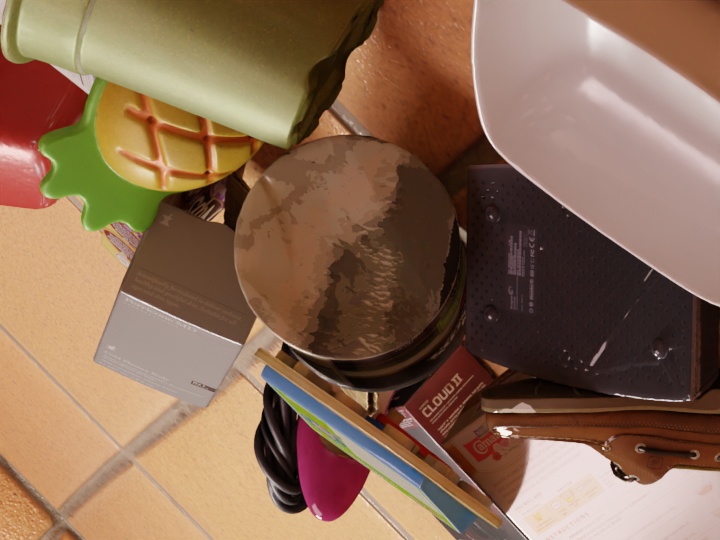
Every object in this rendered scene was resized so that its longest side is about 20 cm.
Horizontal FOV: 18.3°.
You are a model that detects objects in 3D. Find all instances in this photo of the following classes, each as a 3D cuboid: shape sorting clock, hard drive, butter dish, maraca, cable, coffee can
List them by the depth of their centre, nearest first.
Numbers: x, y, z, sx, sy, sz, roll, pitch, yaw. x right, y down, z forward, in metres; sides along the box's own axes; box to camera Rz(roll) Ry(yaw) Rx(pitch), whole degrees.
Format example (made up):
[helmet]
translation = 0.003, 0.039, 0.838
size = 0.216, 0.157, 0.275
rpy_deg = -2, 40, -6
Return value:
[hard drive]
translation = 0.142, 0.003, 1.368
size = 0.200, 0.042, 0.135
rpy_deg = 11, 104, 51
[shape sorting clock]
translation = 0.013, 0.110, 1.493
size = 0.200, 0.039, 0.200
rpy_deg = 36, 172, 6
[coffee can]
translation = 0.000, 0.000, 1.506
size = 0.146, 0.146, 0.200
rpy_deg = 41, 177, 10
[maraca]
translation = -0.139, -0.107, 1.594
size = 0.137, 0.200, 0.107
rpy_deg = 43, -169, -35
[cable]
translation = -0.048, 0.093, 1.819
size = 0.051, 0.200, 0.163
rpy_deg = 11, -168, 17
[butter dish]
translation = -0.254, -0.132, 1.825
size = 0.148, 0.200, 0.200
rpy_deg = 19, 157, 5

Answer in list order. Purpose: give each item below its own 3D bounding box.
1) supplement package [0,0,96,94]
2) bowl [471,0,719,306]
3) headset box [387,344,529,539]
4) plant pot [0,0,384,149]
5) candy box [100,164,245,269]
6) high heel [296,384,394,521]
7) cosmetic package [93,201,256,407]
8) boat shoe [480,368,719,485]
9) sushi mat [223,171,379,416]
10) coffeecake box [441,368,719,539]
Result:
[supplement package]
translation = -0.229, -0.239, 1.617
size = 0.200, 0.110, 0.114
rpy_deg = 38, 159, 18
[bowl]
translation = 0.158, -0.089, 1.202
size = 0.200, 0.075, 0.200
rpy_deg = 37, 158, 22
[headset box]
translation = 0.085, 0.147, 1.813
size = 0.200, 0.077, 0.149
rpy_deg = 47, 161, -9
[plant pot]
translation = -0.093, -0.174, 1.409
size = 0.190, 0.200, 0.200
rpy_deg = 29, 159, 5
[candy box]
translation = -0.145, -0.074, 1.770
size = 0.056, 0.117, 0.200
rpy_deg = 41, 160, 8
[high heel]
translation = -0.003, 0.094, 1.722
size = 0.067, 0.200, 0.096
rpy_deg = 11, 170, -12
[cosmetic package]
translation = -0.136, 0.030, 1.729
size = 0.107, 0.090, 0.200
rpy_deg = 23, 162, -3
[boat shoe]
translation = 0.175, 0.102, 1.385
size = 0.072, 0.200, 0.068
rpy_deg = -63, -29, -76
[sushi mat]
translation = -0.046, 0.017, 1.706
size = 0.200, 0.012, 0.096
rpy_deg = 48, 151, 30
[coffeecake box]
translation = 0.181, 0.133, 1.488
size = 0.200, 0.073, 0.153
rpy_deg = 47, 122, -6
